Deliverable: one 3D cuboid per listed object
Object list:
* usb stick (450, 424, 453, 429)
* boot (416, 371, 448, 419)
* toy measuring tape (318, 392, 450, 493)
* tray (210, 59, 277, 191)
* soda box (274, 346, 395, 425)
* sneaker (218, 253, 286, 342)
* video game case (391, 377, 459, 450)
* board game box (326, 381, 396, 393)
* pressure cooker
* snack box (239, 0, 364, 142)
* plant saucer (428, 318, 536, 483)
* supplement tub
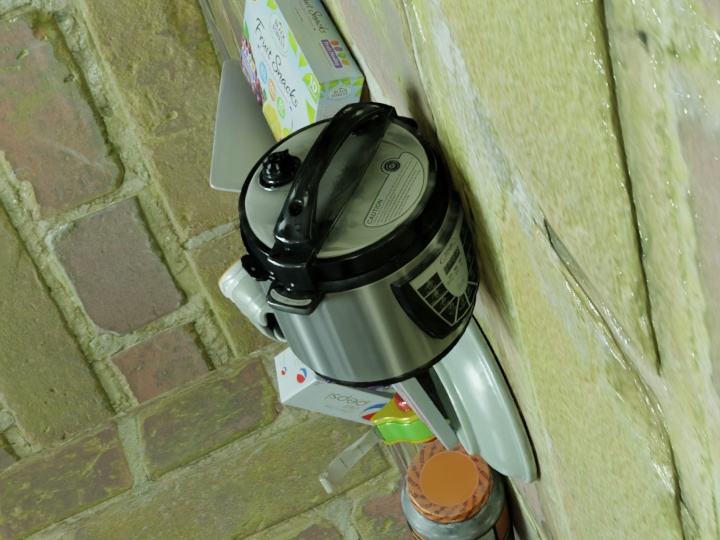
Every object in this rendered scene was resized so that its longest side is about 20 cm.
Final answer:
[{"bbox_3d":[0.102,0.158,1.709,0.055,0.032,0.201,-140,27,-78],"label":"usb stick"},{"bbox_3d":[0.057,0.064,1.521,0.131,0.067,0.201,59,174,42],"label":"boot"},{"bbox_3d":[0.042,0.185,1.586,0.074,0.200,0.074,42,159,20],"label":"toy measuring tape"},{"bbox_3d":[-0.099,-0.145,1.475,0.022,0.106,0.201,104,170,-47],"label":"tray"},{"bbox_3d":[-0.006,0.137,1.690,0.199,0.068,0.064,20,-132,-40],"label":"soda box"},{"bbox_3d":[-0.090,0.054,1.629,0.092,0.076,0.200,54,-169,28],"label":"sneaker"},{"bbox_3d":[0.022,0.089,1.446,0.143,0.017,0.200,55,175,-34],"label":"video game case"},{"bbox_3d":[-0.005,0.045,1.671,0.119,0.032,0.202,15,-126,-43],"label":"board game box"},{"bbox_3d":[-0.006,-0.025,1.119,0.176,0.177,0.201,-115,3,-45],"label":"pressure cooker"},{"bbox_3d":[-0.064,-0.202,1.414,0.143,0.053,0.201,104,147,-46],"label":"snack box"},{"bbox_3d":[0.107,0.121,1.362,0.200,0.050,0.202,156,90,-85],"label":"plant saucer"},{"bbox_3d":[0.115,0.285,1.646,0.201,0.122,0.123,73,171,-54],"label":"supplement tub"}]
